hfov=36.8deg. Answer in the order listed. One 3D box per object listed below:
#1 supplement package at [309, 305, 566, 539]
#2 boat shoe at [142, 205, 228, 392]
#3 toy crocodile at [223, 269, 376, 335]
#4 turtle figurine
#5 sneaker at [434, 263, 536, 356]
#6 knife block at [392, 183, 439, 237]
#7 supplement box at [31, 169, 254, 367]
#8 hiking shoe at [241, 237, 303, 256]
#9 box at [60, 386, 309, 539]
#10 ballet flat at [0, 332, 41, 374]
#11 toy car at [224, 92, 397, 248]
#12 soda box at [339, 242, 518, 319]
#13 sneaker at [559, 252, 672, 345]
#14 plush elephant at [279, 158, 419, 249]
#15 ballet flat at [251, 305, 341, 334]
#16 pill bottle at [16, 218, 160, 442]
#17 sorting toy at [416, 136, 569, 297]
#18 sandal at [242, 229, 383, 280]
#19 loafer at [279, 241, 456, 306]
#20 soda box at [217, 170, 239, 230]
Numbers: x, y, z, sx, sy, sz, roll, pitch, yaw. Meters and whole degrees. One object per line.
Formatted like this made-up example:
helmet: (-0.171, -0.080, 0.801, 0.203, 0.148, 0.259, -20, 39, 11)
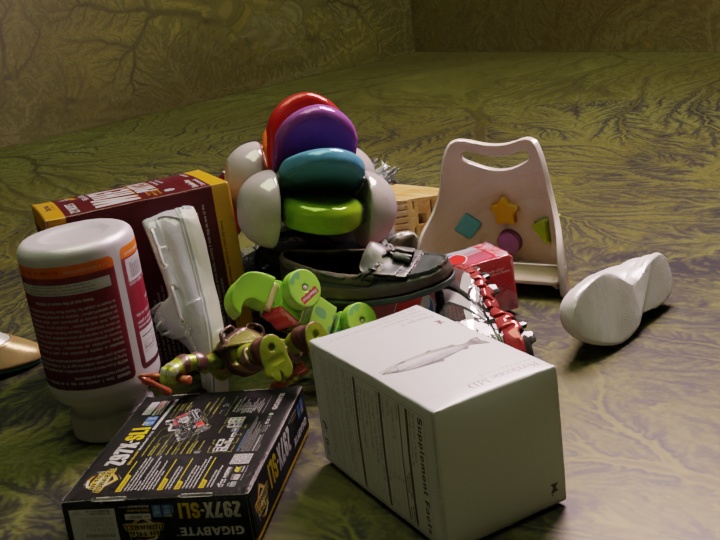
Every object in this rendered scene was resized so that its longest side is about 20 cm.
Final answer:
supplement package: (0.057, 0.118, 0.873, 0.116, 0.119, 0.200, -16, 19, -26)
boat shoe: (-0.183, 0.036, 1.122, 0.071, 0.203, 0.070, -13, -5, -10)
toy crocodile: (-0.045, 0.053, 1.090, 0.199, 0.062, 0.067, 30, -29, -29)
turtle figurine: (-0.098, 0.081, 1.034, 0.199, 0.065, 0.161, 6, -13, -39)
sneaker: (0.102, 0.055, 1.098, 0.097, 0.071, 0.201, -14, 30, -10)
knife block: (0.050, -0.096, 1.645, 0.198, 0.065, 0.176, -8, 18, 1)
supplement box: (-0.243, 0.008, 1.213, 0.198, 0.199, 0.133, -15, 16, -20)
hiking shoe: (-0.097, -0.046, 1.488, 0.198, 0.102, 0.076, -9, 17, -5)
box: (-0.141, 0.165, 0.930, 0.158, 0.050, 0.200, -7, 17, 11)
ballet flat: (-0.471, 0.099, 1.259, 0.198, 0.064, 0.069, -14, 19, -19)
toy car: (-0.054, -0.116, 1.197, 0.173, 0.151, 0.200, 0, 26, -17)
soda box: (0.077, 0.030, 1.222, 0.198, 0.071, 0.063, -16, 18, -20)
sneaker: (0.255, 0.035, 1.159, 0.088, 0.076, 0.199, -9, 6, 42)
plush elephant: (-0.013, -0.038, 1.369, 0.200, 0.155, 0.165, -46, 66, -3)
ballet flat: (-0.105, 0.041, 1.272, 0.199, 0.071, 0.070, 12, 26, 41)
pill bottle: (-0.260, 0.060, 1.057, 0.112, 0.202, 0.113, -7, 17, 2)
sorting toy: (0.170, -0.072, 1.321, 0.198, 0.182, 0.107, 4, 21, 32)
sandal: (-0.064, -0.021, 1.243, 0.199, 0.048, 0.076, -5, 36, 27)
loafer: (0.000, 0.000, 1.128, 0.198, 0.063, 0.072, -8, 21, 27)
soda box: (-0.200, -0.046, 1.393, 0.200, 0.063, 0.070, -46, 3, 24)
